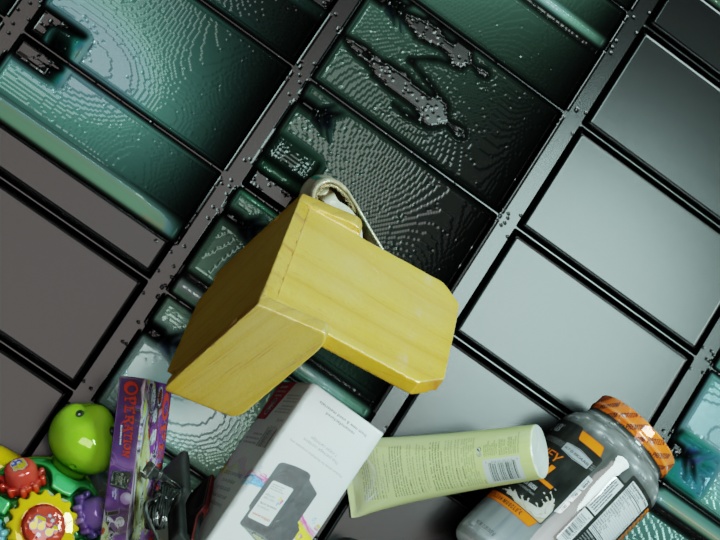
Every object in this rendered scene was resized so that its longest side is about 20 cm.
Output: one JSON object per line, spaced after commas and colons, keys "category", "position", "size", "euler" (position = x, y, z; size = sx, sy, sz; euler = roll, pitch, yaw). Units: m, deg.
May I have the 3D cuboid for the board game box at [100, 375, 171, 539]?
{"category": "board game box", "position": [-0.204, 0.198, 1.667], "size": [0.032, 0.120, 0.201], "euler": [6, 85, 2]}

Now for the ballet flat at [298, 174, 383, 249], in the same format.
{"category": "ballet flat", "position": [0.000, 0.000, 1.758], "size": [0.067, 0.062, 0.201], "euler": [-33, 94, -13]}

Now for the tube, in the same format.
{"category": "tube", "position": [0.076, 0.181, 1.736], "size": [0.199, 0.052, 0.058], "euler": [-11, 46, 21]}

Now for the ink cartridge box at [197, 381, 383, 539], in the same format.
{"category": "ink cartridge box", "position": [-0.082, 0.205, 1.682], "size": [0.083, 0.146, 0.200], "euler": [36, 80, -10]}

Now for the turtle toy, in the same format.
{"category": "turtle toy", "position": [-0.279, 0.211, 1.656], "size": [0.145, 0.101, 0.201], "euler": [28, 72, -10]}

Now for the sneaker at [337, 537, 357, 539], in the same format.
{"category": "sneaker", "position": [-0.014, 0.358, 1.725], "size": [0.086, 0.080, 0.201], "euler": [26, 86, -21]}

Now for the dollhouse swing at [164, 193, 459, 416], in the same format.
{"category": "dollhouse swing", "position": [-0.039, 0.061, 1.658], "size": [0.176, 0.200, 0.182], "euler": [41, 118, -15]}

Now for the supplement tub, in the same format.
{"category": "supplement tub", "position": [0.198, 0.221, 1.758], "size": [0.200, 0.123, 0.123], "euler": [-44, 96, -13]}

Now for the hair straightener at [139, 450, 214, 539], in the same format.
{"category": "hair straightener", "position": [-0.173, 0.208, 1.622], "size": [0.041, 0.200, 0.077], "euler": [-42, 103, 16]}
